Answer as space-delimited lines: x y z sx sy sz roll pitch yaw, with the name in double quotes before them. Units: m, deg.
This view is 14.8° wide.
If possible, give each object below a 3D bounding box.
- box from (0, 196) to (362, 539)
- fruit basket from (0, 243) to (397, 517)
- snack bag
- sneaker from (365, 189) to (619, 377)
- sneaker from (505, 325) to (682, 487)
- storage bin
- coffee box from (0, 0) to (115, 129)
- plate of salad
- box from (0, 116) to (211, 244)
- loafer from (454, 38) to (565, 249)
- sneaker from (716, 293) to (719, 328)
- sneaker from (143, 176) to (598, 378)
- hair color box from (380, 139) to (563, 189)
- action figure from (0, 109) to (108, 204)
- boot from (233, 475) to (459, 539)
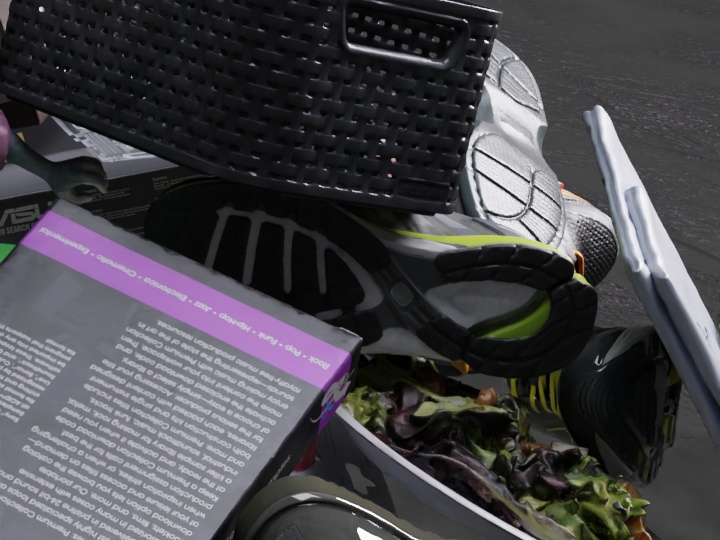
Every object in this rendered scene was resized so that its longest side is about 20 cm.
"box" -0.109 0.069 1.047 0.143 0.036 0.200 25 49 16
"fruit basket" -0.081 0.069 1.183 0.199 0.094 0.185 26 16 -15
"snack bag" 0.161 0.033 1.304 0.021 0.189 0.200 -26 22 10
"sneaker" 0.076 0.014 1.445 0.077 0.079 0.200 27 33 35
"sneaker" 0.106 0.061 1.325 0.084 0.075 0.200 7 -1 12
"storage bin" -0.052 -0.096 1.215 0.135 0.094 0.200 7 11 -43
"coffee box" -0.244 -0.117 1.425 0.199 0.080 0.114 -8 27 22
"plate of salad" 0.066 0.081 1.208 0.200 0.048 0.200 29 9 -5
"box" -0.139 -0.051 1.414 0.199 0.050 0.158 -11 23 -9
"loafer" 0.061 -0.046 1.428 0.072 0.063 0.200 36 28 -20
"sneaker" 0.248 0.079 1.365 0.078 0.085 0.200 -28 41 4
"sneaker" 0.000 0.000 1.220 0.199 0.074 0.081 14 11 -14
"hair color box" 0.016 -0.025 1.526 0.101 0.061 0.200 22 20 28
"action figure" -0.211 -0.064 1.249 0.149 0.134 0.200 50 6 -26
"boot" 0.038 0.167 0.968 0.181 0.073 0.200 21 18 -25
